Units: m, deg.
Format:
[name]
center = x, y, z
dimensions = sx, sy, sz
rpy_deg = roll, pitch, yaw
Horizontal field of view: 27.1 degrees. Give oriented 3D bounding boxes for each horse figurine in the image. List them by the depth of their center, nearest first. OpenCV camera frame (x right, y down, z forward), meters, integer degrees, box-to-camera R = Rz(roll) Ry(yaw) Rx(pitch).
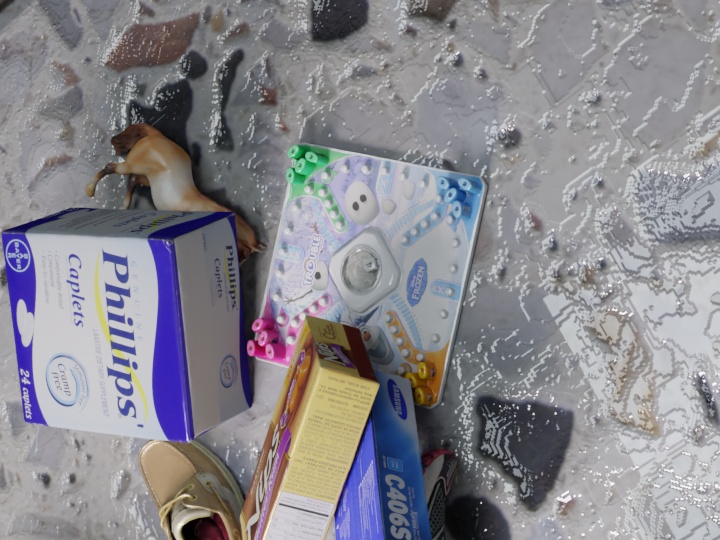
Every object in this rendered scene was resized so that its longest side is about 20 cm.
[horse figurine]
center = -0.186, -0.065, 1.416
dimensions = 0.132, 0.050, 0.202
rpy_deg = -39, 70, 29

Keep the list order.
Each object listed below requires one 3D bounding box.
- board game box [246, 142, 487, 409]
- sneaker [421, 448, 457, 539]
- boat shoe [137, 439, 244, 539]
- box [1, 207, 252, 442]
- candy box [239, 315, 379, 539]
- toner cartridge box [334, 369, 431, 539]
[board game box]
center = 0.000, 0.000, 1.314
dimensions = 0.198, 0.026, 0.203
rpy_deg = 13, 92, 30
[sneaker]
center = 0.052, 0.248, 1.236
dimensions = 0.074, 0.081, 0.203
rpy_deg = 12, 79, -6
[boat shoe]
center = -0.142, 0.223, 1.348
dimensions = 0.200, 0.066, 0.074
rpy_deg = 46, 107, 26
[box]
center = -0.212, 0.045, 1.359
dimensions = 0.198, 0.105, 0.187
rpy_deg = 2, 103, 29
[candy box]
center = -0.046, 0.154, 1.254
dimensions = 0.056, 0.117, 0.202
rpy_deg = 16, 107, -14
[toner cartridge box]
center = 0.014, 0.181, 1.195
dimensions = 0.201, 0.043, 0.096
rpy_deg = -96, 26, -53
